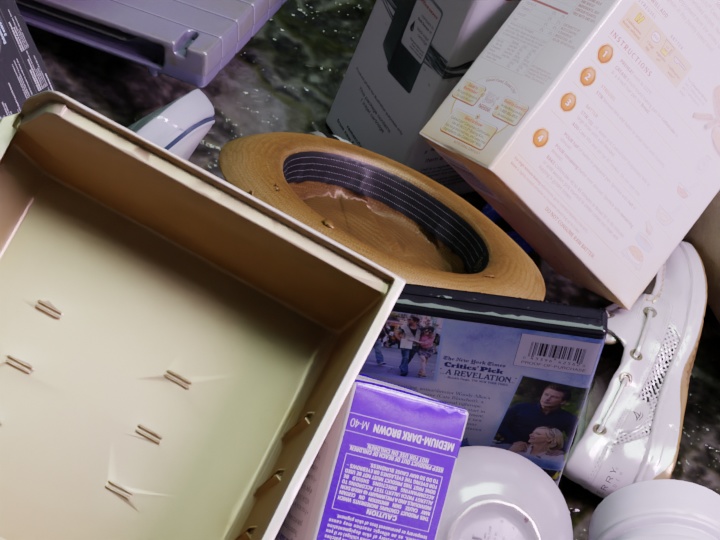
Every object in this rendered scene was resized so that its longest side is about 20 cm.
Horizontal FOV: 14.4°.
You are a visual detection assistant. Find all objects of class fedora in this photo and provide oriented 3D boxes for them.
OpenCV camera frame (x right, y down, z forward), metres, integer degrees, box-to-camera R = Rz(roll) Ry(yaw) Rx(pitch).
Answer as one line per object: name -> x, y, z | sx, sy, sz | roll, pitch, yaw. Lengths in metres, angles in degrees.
fedora -> 0.000, 0.000, 1.510 | 0.201, 0.082, 0.201 | 22, 19, -8

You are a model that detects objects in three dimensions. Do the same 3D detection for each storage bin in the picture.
storage bin -> -0.118, 0.051, 1.305 | 0.198, 0.094, 0.200 | 29, 72, -6

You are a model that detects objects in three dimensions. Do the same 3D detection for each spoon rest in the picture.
spoon rest -> 0.048, 0.187, 1.434 | 0.099, 0.061, 0.200 | 16, 79, -13

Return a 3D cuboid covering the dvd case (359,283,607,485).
dvd case -> 0.039, 0.076, 1.466 | 0.143, 0.200, 0.018 | 8, 52, -3

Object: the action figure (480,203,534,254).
action figure -> 0.066, -0.007, 1.687 | 0.065, 0.052, 0.200 | 40, 49, 22

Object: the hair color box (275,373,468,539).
hair color box -> -0.011, 0.152, 1.373 | 0.065, 0.200, 0.109 | 16, -1, -12

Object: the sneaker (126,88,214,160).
sneaker -> -0.130, -0.035, 1.618 | 0.071, 0.073, 0.200 | 55, 37, -13

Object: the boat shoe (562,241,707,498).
boat shoe -> 0.154, 0.049, 1.656 | 0.069, 0.071, 0.200 | 21, 44, -8

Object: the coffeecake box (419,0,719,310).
coffeecake box -> 0.153, -0.105, 1.630 | 0.154, 0.200, 0.073 | 43, -8, -40

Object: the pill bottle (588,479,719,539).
pill bottle -> 0.157, 0.208, 1.474 | 0.112, 0.112, 0.200 | 17, 44, -10

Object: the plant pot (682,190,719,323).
plant pot -> 0.286, 0.003, 1.706 | 0.187, 0.187, 0.200 | -15, 42, -35

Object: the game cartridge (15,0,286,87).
game cartridge -> -0.152, -0.180, 1.734 | 0.200, 0.038, 0.130 | 21, 36, 17

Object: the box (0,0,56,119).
box -> -0.242, -0.108, 1.512 | 0.158, 0.050, 0.200 | -40, 113, -48

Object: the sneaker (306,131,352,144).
sneaker -> -0.053, -0.014, 1.616 | 0.087, 0.074, 0.200 | 23, 47, -12

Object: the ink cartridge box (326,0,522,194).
ink cartridge box -> 0.084, -0.143, 1.715 | 0.147, 0.200, 0.083 | -12, 53, -34
